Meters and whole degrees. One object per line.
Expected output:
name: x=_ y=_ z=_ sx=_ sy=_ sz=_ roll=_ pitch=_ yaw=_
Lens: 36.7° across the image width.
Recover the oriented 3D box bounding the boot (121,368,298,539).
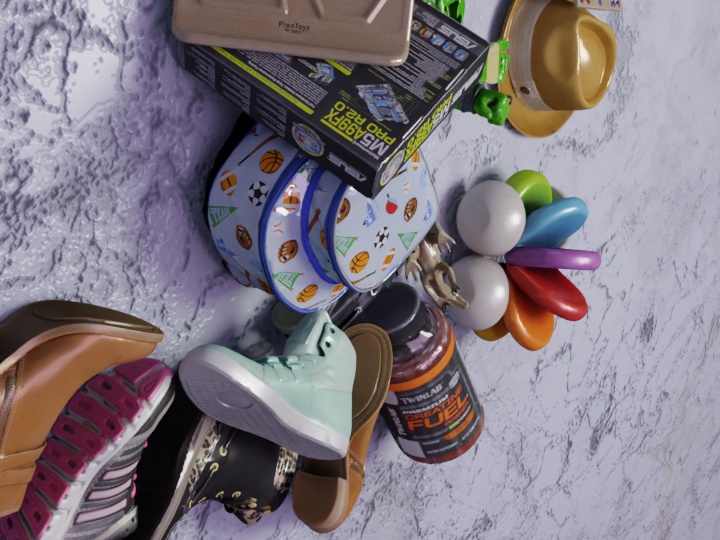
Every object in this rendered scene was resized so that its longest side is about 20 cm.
boot: x=-0.138 y=0.195 z=0.963 sx=0.151 sy=0.073 sz=0.201 roll=43 pitch=62 yaw=-48

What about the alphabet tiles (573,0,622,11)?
alphabet tiles: x=0.248 y=-0.387 z=1.196 sx=0.166 sy=0.006 sz=0.202 roll=-10 pitch=91 yaw=-47

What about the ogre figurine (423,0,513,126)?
ogre figurine: x=0.056 y=-0.211 z=1.001 sx=0.199 sy=0.119 sz=0.099 roll=20 pitch=84 yaw=-52

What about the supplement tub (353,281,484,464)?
supplement tub: x=0.056 y=0.105 z=1.132 sx=0.107 sy=0.106 sz=0.201 roll=-50 pitch=135 yaw=-25

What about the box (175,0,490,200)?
box: x=-0.021 y=-0.172 z=0.867 sx=0.160 sy=0.199 sz=0.044 roll=-50 pitch=167 yaw=-26

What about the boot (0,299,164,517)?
boot: x=-0.244 y=0.105 z=0.805 sx=0.199 sy=0.073 sz=0.156 roll=0 pitch=103 yaw=-37

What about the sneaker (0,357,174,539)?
sneaker: x=-0.207 y=0.164 z=0.870 sx=0.201 sy=0.073 sz=0.087 roll=-57 pitch=139 yaw=-11

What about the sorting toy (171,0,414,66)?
sorting toy: x=-0.045 y=-0.264 z=0.835 sx=0.036 sy=0.183 sz=0.202 roll=-156 pitch=-108 yaw=-86

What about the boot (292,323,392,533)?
boot: x=-0.011 y=0.159 z=1.069 sx=0.155 sy=0.076 sz=0.202 roll=58 pitch=42 yaw=-76

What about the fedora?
fedora: x=0.233 y=-0.242 z=1.227 sx=0.200 sy=0.081 sz=0.202 roll=-21 pitch=118 yaw=-44

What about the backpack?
backpack: x=-0.034 y=-0.060 z=0.937 sx=0.191 sy=0.154 sz=0.200 roll=-46 pitch=138 yaw=-15

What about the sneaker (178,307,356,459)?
sneaker: x=-0.075 y=0.076 z=0.929 sx=0.200 sy=0.073 sz=0.119 roll=38 pitch=52 yaw=-46

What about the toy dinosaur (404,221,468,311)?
toy dinosaur: x=0.062 y=-0.031 z=1.110 sx=0.058 sy=0.101 sz=0.201 roll=-20 pitch=112 yaw=1

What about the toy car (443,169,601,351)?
toy car: x=0.195 y=-0.008 z=1.217 sx=0.174 sy=0.149 sz=0.202 roll=1 pitch=103 yaw=-49

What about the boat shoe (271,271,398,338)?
boat shoe: x=0.001 y=0.001 z=1.048 sx=0.200 sy=0.074 sz=0.066 roll=-51 pitch=131 yaw=-20
